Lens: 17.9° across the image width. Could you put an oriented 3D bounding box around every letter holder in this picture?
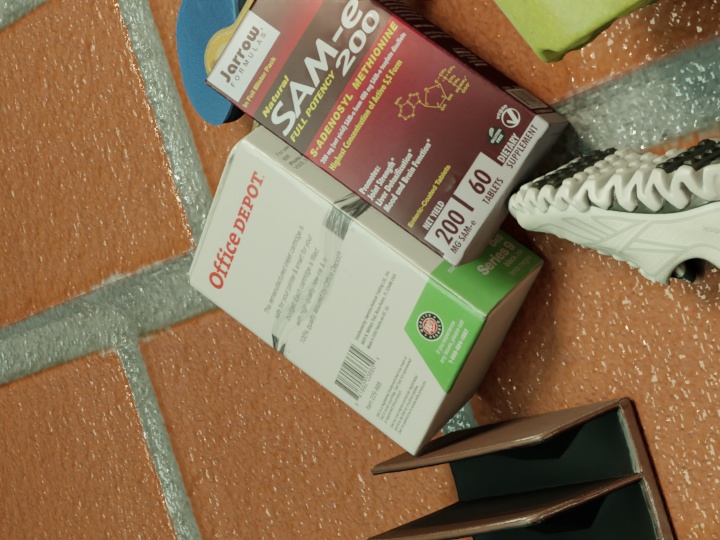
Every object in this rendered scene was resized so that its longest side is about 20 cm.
[{"bbox_3d":[0.076,0.160,1.464,0.200,0.142,0.101,-18,90,56],"label":"letter holder"}]

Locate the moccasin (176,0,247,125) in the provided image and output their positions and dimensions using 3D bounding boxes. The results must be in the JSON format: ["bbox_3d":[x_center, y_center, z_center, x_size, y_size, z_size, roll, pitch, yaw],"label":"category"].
[{"bbox_3d":[-0.080,-0.195,1.597,0.080,0.068,0.201,35,133,31],"label":"moccasin"}]

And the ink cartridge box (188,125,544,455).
[{"bbox_3d":[0.000,0.000,1.498,0.200,0.084,0.146,37,136,12],"label":"ink cartridge box"}]

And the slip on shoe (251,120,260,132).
[{"bbox_3d":[-0.039,-0.080,1.579,0.061,0.076,0.201,-129,41,-63],"label":"slip on shoe"}]

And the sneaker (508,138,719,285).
[{"bbox_3d":[0.162,-0.029,1.330,0.200,0.075,0.081,0,113,55],"label":"sneaker"}]

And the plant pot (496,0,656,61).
[{"bbox_3d":[0.108,-0.222,1.219,0.185,0.200,0.200,59,145,0],"label":"plant pot"}]

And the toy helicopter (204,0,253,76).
[{"bbox_3d":[-0.035,-0.192,1.491,0.132,0.079,0.200,42,117,16],"label":"toy helicopter"}]

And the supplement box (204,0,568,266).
[{"bbox_3d":[0.016,-0.105,1.411,0.200,0.061,0.109,36,105,12],"label":"supplement box"}]
